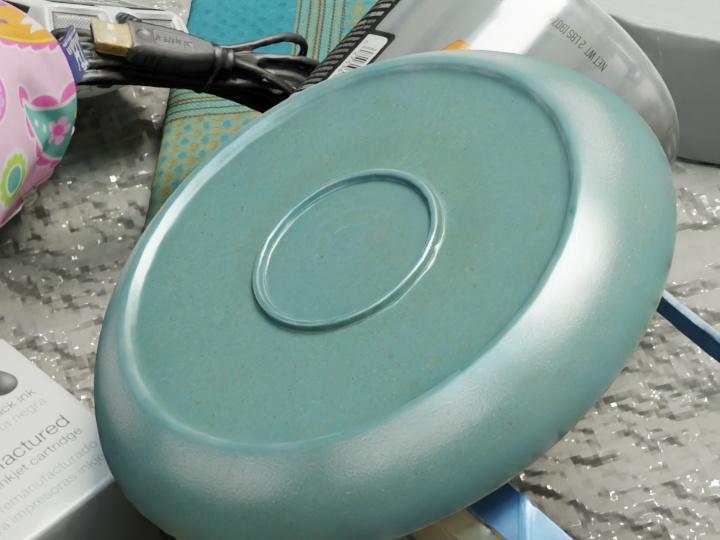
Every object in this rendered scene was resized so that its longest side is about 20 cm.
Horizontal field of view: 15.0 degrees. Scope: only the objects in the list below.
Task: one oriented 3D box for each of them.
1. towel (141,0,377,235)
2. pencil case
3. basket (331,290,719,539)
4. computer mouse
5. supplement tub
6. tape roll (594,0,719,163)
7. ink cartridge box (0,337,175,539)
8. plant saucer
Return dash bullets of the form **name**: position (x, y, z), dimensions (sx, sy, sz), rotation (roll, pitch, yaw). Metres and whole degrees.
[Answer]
- **towel**: position (-0.011, -0.052, 1.105), dimensions (0.146, 0.022, 0.200), rotation (-3, 46, 10)
- **pencil case**: position (-0.164, -0.011, 0.927), dimensions (0.087, 0.088, 0.200), rotation (8, 43, 19)
- **basket**: position (0.059, 0.095, 0.849), dimensions (0.200, 0.139, 0.176), rotation (-42, 50, -17)
- **computer mouse**: position (-0.106, -0.087, 1.111), dimensions (0.109, 0.044, 0.200), rotation (1, 10, -29)
- **supplement tub**: position (0.010, -0.010, 0.967), dimensions (0.122, 0.123, 0.200), rotation (29, 70, 35)
- **tape roll**: position (0.168, -0.133, 1.119), dimensions (0.200, 0.066, 0.201), rotation (-6, 43, 5)
- **ink cartridge box**: position (-0.181, 0.082, 0.953), dimensions (0.146, 0.086, 0.200), rotation (-36, 50, -25)
- **plant saucer**: position (0.000, 0.000, 0.848), dimensions (0.200, 0.027, 0.200), rotation (-18, 43, 18)
